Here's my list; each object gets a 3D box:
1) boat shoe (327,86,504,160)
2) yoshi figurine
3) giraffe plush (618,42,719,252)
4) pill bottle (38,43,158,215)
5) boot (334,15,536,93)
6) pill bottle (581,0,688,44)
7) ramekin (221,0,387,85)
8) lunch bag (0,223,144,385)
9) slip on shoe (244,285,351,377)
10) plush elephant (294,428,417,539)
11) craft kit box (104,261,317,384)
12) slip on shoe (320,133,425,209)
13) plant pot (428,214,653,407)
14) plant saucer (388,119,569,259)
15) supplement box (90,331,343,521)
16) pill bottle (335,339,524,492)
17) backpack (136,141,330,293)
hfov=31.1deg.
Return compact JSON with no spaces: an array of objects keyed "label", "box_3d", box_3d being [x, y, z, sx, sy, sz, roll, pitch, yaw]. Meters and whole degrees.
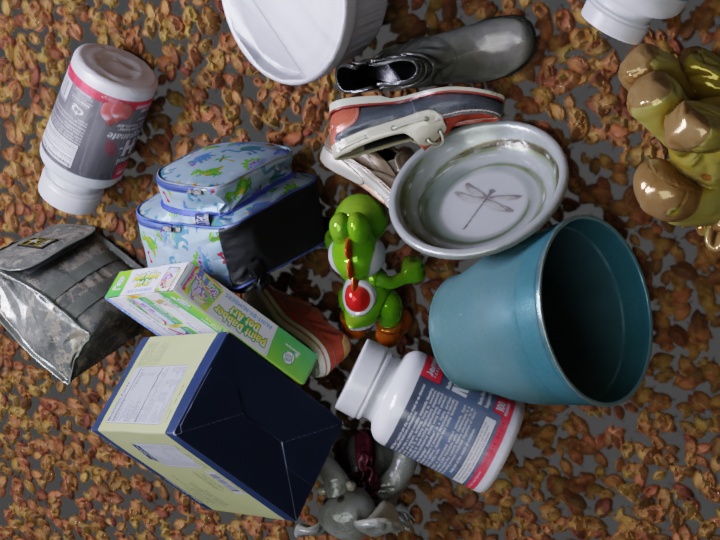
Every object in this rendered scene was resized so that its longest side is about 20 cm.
[{"label":"boat shoe","box_3d":[0.062,-0.162,1.432,0.198,0.071,0.063,-5,77,9]},{"label":"yoshi figurine","box_3d":[0.009,-0.010,1.509,0.112,0.112,0.201,55,165,41]},{"label":"giraffe plush","box_3d":[0.337,-0.115,1.307,0.199,0.173,0.163,11,128,-14]},{"label":"pill bottle","box_3d":[-0.338,-0.174,1.629,0.110,0.111,0.201,35,119,12]},{"label":"boot","box_3d":[0.081,-0.221,1.391,0.199,0.131,0.068,-8,103,28]},{"label":"pill bottle","box_3d":[0.293,-0.325,1.263,0.110,0.111,0.201,34,119,13]},{"label":"ramekin","box_3d":[-0.057,-0.312,1.428,0.202,0.094,0.204,20,121,38]},{"label":"lunch bag","box_3d":[-0.389,0.022,1.689,0.200,0.164,0.118,37,125,10]},{"label":"slip on shoe","box_3d":[-0.083,0.062,1.590,0.200,0.061,0.075,36,140,43]},{"label":"plush elephant","box_3d":[-0.010,0.260,1.582,0.164,0.155,0.201,-18,98,30]},{"label":"craft kit box","box_3d":[-0.179,0.066,1.529,0.200,0.049,0.197,38,160,-26]},{"label":"slip on shoe","box_3d":[0.046,-0.110,1.484,0.199,0.076,0.061,33,113,21]},{"label":"plant pot","box_3d":[0.184,0.057,1.409,0.187,0.200,0.201,-14,101,45]},{"label":"plant saucer","box_3d":[0.131,-0.077,1.402,0.199,0.201,0.050,2,140,26]},{"label":"supplement box","box_3d":[-0.170,0.184,1.530,0.200,0.135,0.199,41,152,-29]},{"label":"pill bottle","box_3d":[0.078,0.163,1.503,0.199,0.120,0.120,26,117,0]},{"label":"backpack","box_3d":[-0.163,-0.070,1.536,0.199,0.183,0.148,2,115,38]}]
